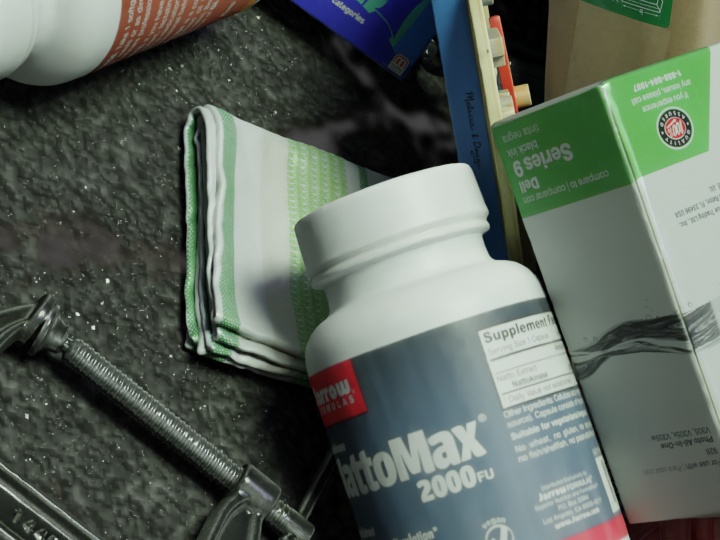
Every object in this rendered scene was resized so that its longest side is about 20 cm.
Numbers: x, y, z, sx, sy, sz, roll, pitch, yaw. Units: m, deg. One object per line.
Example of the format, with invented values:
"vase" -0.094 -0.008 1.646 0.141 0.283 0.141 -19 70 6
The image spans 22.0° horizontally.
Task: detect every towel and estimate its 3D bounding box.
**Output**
"towel" 0.000 0.000 0.963 0.199 0.031 0.150 18 52 -30

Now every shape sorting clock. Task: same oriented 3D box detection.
"shape sorting clock" 0.069 -0.087 0.958 0.039 0.200 0.201 -8 57 7

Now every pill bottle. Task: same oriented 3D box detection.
"pill bottle" -0.134 -0.156 0.903 0.112 0.112 0.200 53 43 5
"pill bottle" 0.041 0.060 0.864 0.119 0.119 0.201 -13 82 -43

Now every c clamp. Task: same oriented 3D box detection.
"c clamp" -0.103 0.081 0.827 0.200 0.027 0.171 36 44 -17

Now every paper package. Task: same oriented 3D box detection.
"paper package" 0.190 -0.188 1.050 0.103 0.201 0.191 21 40 26

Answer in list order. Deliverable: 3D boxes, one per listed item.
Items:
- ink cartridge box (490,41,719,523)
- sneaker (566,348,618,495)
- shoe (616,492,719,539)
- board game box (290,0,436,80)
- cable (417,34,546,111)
"ink cartridge box" 0.164 0.001 0.865 0.145 0.084 0.201 -20 92 -39
"sneaker" 0.130 0.049 0.948 0.107 0.067 0.203 0 102 -33
"shoe" 0.199 0.189 0.914 0.071 0.091 0.201 -46 112 -34
"board game box" 0.019 -0.231 1.027 0.152 0.200 0.045 33 9 -15
"cable" 0.103 -0.161 1.154 0.199 0.051 0.164 5 54 -34
